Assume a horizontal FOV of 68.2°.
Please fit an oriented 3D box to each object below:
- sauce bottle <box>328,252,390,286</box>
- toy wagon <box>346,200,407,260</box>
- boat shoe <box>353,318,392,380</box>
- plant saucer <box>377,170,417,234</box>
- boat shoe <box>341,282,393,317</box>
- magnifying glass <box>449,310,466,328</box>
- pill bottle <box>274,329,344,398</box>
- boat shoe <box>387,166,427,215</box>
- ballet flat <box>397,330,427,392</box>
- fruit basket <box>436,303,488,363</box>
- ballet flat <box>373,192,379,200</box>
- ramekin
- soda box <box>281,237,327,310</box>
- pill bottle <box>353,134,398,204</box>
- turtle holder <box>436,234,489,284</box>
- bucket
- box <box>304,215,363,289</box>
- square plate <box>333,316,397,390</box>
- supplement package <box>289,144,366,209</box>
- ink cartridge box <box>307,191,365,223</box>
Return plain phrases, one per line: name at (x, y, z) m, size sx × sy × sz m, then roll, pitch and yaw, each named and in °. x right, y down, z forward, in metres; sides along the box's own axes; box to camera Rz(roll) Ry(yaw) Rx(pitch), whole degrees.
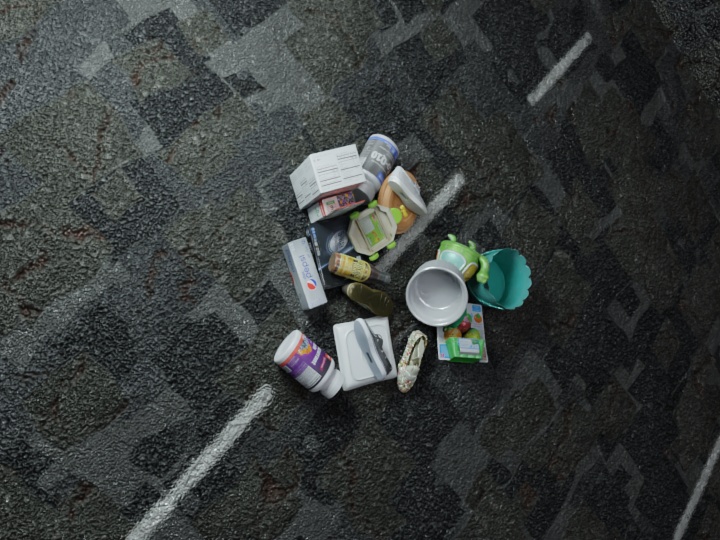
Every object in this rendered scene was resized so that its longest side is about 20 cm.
sauce bottle at (0.000, 0.000, 1.614) m, size 0.195 × 0.066 × 0.068 m, roll 15°, pitch 77°, yaw -22°
toy wagon at (0.056, -0.136, 1.644) m, size 0.197 × 0.039 × 0.158 m, roll -32°, pitch 111°, yaw -13°
boat shoe at (0.044, 0.231, 1.624) m, size 0.065 × 0.069 × 0.204 m, roll -29°, pitch 96°, yaw -33°
plant saucer at (0.131, -0.220, 1.723) m, size 0.197 × 0.032 × 0.207 m, roll -14°, pitch 110°, yaw -43°
boat shoe at (0.023, 0.085, 1.662) m, size 0.199 × 0.065 × 0.073 m, roll 29°, pitch 83°, yaw -39°
magnifying glass at (0.325, 0.111, 1.768) m, size 0.022 × 0.079 × 0.202 m, roll 37°, pitch 39°, yaw -12°
pill bottle at (-0.143, 0.276, 1.533) m, size 0.199 × 0.111 × 0.113 m, roll 42°, pitch 69°, yaw -15°
boat shoe at (0.157, -0.250, 1.678) m, size 0.199 × 0.071 × 0.070 m, roll 39°, pitch 73°, yaw -35°
ballet flat at (0.167, 0.290, 1.705) m, size 0.074 × 0.063 × 0.206 m, roll 21°, pitch 75°, yaw -24°
fruit basket at (0.341, 0.202, 1.782) m, size 0.180 × 0.094 × 0.206 m, roll 7°, pitch 71°, yaw -15°
ballet flat at (0.046, -0.165, 1.715) m, size 0.066 × 0.046 × 0.205 m, roll 24°, pitch 74°, yaw -21°
ramekin at (0.247, 0.066, 1.703) m, size 0.202 × 0.198 × 0.098 m, roll 52°, pitch 24°, yaw -10°
soda box at (-0.167, 0.011, 1.580) m, size 0.062 × 0.068 × 0.206 m, roll -19°, pitch 92°, yaw -27°
pill bottle at (0.035, -0.320, 1.692) m, size 0.112 × 0.113 × 0.204 m, roll 33°, pitch 71°, yaw -17°
turtle holder at (0.338, -0.021, 1.776) m, size 0.182 × 0.141 × 0.135 m, roll 26°, pitch 81°, yaw -2°
bucket at (0.475, 0.033, 1.844) m, size 0.201 × 0.134 × 0.214 m, roll 4°, pitch 81°, yaw -25°
box at (-0.076, -0.055, 1.645) m, size 0.156 × 0.043 × 0.206 m, roll -12°, pitch 89°, yaw -26°
square plate at (0.021, 0.254, 1.660) m, size 0.195 × 0.028 × 0.205 m, roll -8°, pitch 88°, yaw -26°
supplement package at (-0.100, -0.274, 1.575) m, size 0.152 × 0.199 × 0.114 m, roll -19°, pitch 92°, yaw -25°
ink cartridge box at (-0.075, -0.193, 1.576) m, size 0.107 × 0.199 × 0.052 m, roll -19°, pitch 91°, yaw -25°
